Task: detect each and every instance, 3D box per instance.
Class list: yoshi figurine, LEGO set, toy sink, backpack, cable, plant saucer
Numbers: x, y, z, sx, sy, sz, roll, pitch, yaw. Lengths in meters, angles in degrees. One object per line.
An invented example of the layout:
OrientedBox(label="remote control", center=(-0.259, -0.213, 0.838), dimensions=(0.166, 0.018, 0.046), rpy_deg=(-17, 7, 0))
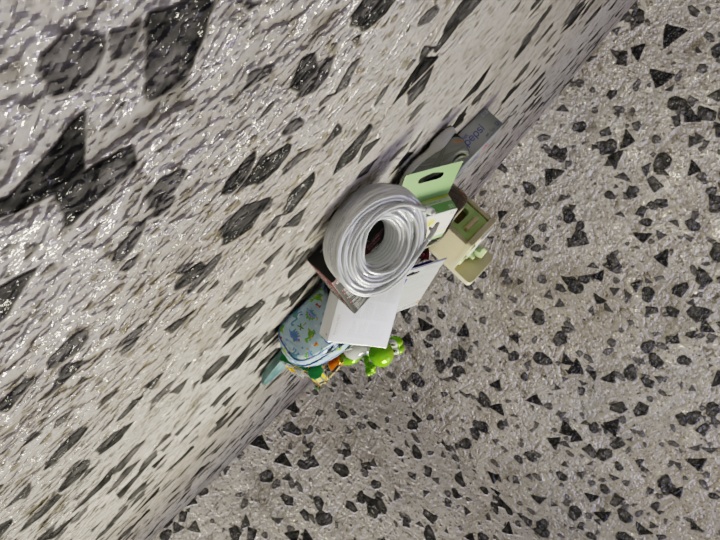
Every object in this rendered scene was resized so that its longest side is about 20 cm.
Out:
OrientedBox(label="yoshi figurine", center=(0.007, 0.199, 1.816), dimensions=(0.113, 0.196, 0.114), rpy_deg=(54, 35, -51))
OrientedBox(label="LEGO set", center=(-0.098, 0.192, 1.788), dimensions=(0.116, 0.151, 0.203), rpy_deg=(58, 45, -58))
OrientedBox(label="toy sink", center=(0.245, -0.090, 1.794), dimensions=(0.130, 0.200, 0.112), rpy_deg=(-40, 170, -37))
OrientedBox(label="backpack", center=(-0.092, 0.129, 1.667), dimensions=(0.199, 0.165, 0.153), rpy_deg=(-38, 171, 25))
OrientedBox(label="cable", center=(0.027, -0.055, 1.277), dimensions=(0.199, 0.069, 0.202), rpy_deg=(28, 96, -45))
OrientedBox(label="plant saucer", center=(-0.206, 0.233, 2.026), dimensions=(0.200, 0.027, 0.200), rpy_deg=(-47, 174, -6))

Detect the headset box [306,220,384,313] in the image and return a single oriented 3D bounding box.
OrientedBox(label="headset box", center=(-0.008, -0.023, 1.403), dimensions=(0.149, 0.075, 0.200), rpy_deg=(-47, 156, -6))

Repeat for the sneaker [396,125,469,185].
OrientedBox(label="sneaker", center=(0.141, -0.201, 1.498), dimensions=(0.200, 0.079, 0.074), rpy_deg=(-46, 175, -4))

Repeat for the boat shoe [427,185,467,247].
OrientedBox(label="boat shoe", center=(0.169, -0.106, 1.672), dimensions=(0.200, 0.074, 0.073), rpy_deg=(-43, 174, -26))

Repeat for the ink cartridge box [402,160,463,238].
OrientedBox(label="ink cartridge box", center=(0.131, -0.126, 1.501), dimensions=(0.143, 0.048, 0.201), rpy_deg=(-18, 154, -26))

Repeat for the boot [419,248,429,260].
OrientedBox(label="boot", center=(0.083, -0.045, 1.758), dimensions=(0.200, 0.144, 0.072), rpy_deg=(-47, 175, 8))

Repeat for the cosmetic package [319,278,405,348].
OrientedBox(label="cosmetic package", center=(0.009, 0.057, 1.566), dimensions=(0.052, 0.149, 0.204), rpy_deg=(32, -71, 56))

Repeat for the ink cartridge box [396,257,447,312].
OrientedBox(label="ink cartridge box", center=(0.086, 0.038, 1.744), dimensions=(0.195, 0.047, 0.201), rpy_deg=(-16, 149, -30))

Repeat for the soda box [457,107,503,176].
OrientedBox(label="soda box", center=(0.249, -0.291, 1.749), dimensions=(0.200, 0.063, 0.068), rpy_deg=(-46, 173, -19))
